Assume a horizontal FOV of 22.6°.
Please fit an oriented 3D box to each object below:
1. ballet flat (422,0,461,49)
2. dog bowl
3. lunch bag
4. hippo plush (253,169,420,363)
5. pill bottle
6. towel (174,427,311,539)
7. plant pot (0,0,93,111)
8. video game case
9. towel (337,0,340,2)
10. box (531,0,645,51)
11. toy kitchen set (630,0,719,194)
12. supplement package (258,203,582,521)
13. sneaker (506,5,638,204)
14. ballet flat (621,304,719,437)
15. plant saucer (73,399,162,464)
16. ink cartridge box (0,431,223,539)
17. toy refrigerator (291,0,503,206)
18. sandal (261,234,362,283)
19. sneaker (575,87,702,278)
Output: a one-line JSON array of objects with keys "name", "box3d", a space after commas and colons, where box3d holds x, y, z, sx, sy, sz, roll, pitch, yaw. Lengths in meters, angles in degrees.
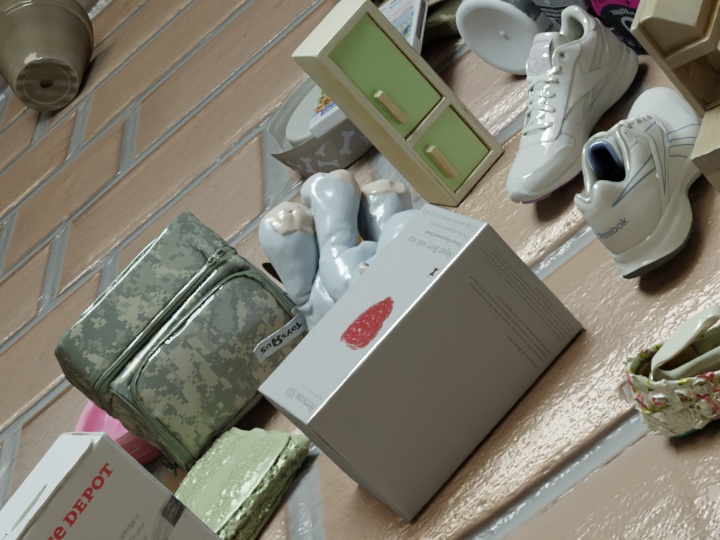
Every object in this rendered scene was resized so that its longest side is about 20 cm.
[{"name": "ballet flat", "box3d": [0.095, -0.292, 2.032, 0.200, 0.046, 0.067, -23, 30, 43]}, {"name": "dog bowl", "box3d": [-0.018, -0.184, 2.023, 0.200, 0.059, 0.200, -38, 22, 18]}, {"name": "lunch bag", "box3d": [-0.156, 0.069, 1.658, 0.200, 0.168, 0.139, -46, -10, -15]}, {"name": "hippo plush", "box3d": [0.000, 0.000, 1.494, 0.200, 0.159, 0.161, -50, 15, -16]}, {"name": "pill bottle", "box3d": [0.186, -0.299, 1.798, 0.106, 0.106, 0.200, -11, 39, 55]}, {"name": "towel", "box3d": [-0.132, 0.214, 1.530, 0.148, 0.036, 0.200, -10, 40, 57]}, {"name": "plant pot", "box3d": [-0.579, -0.386, 3.275, 0.200, 0.200, 0.174, -38, 38, 16]}, {"name": "video game case", "box3d": [0.012, -0.234, 1.957, 0.143, 0.018, 0.200, -33, 24, 25]}, {"name": "towel", "box3d": [-0.028, -0.442, 2.371, 0.086, 0.166, 0.200, -33, 22, 34]}, {"name": "box", "box3d": [0.253, -0.277, 1.624, 0.132, 0.115, 0.200, -51, 21, -13]}, {"name": "toy kitchen set", "box3d": [0.313, -0.171, 1.250, 0.180, 0.163, 0.200, -25, 29, 41]}, {"name": "supplement package", "box3d": [0.043, 0.066, 1.364, 0.200, 0.120, 0.121, -48, 22, -8]}, {"name": "sneaker", "box3d": [0.165, -0.144, 1.561, 0.075, 0.100, 0.200, -13, 39, 50]}, {"name": "ballet flat", "box3d": [0.249, 0.040, 1.117, 0.200, 0.064, 0.076, -34, 23, 24]}, {"name": "plant saucer", "box3d": [-0.202, 0.123, 1.806, 0.200, 0.051, 0.201, -37, 23, 19]}, {"name": "ink cartridge box", "box3d": [-0.185, 0.237, 1.356, 0.145, 0.200, 0.083, -53, 23, -22]}, {"name": "toy refrigerator", "box3d": [0.037, -0.156, 1.674, 0.076, 0.200, 0.070, -49, 22, -12]}, {"name": "sandal", "box3d": [-0.033, -0.019, 1.722, 0.070, 0.078, 0.212, -56, 18, -11]}, {"name": "sneaker", "box3d": [0.213, -0.085, 1.361, 0.074, 0.087, 0.200, -32, 23, 33]}]
